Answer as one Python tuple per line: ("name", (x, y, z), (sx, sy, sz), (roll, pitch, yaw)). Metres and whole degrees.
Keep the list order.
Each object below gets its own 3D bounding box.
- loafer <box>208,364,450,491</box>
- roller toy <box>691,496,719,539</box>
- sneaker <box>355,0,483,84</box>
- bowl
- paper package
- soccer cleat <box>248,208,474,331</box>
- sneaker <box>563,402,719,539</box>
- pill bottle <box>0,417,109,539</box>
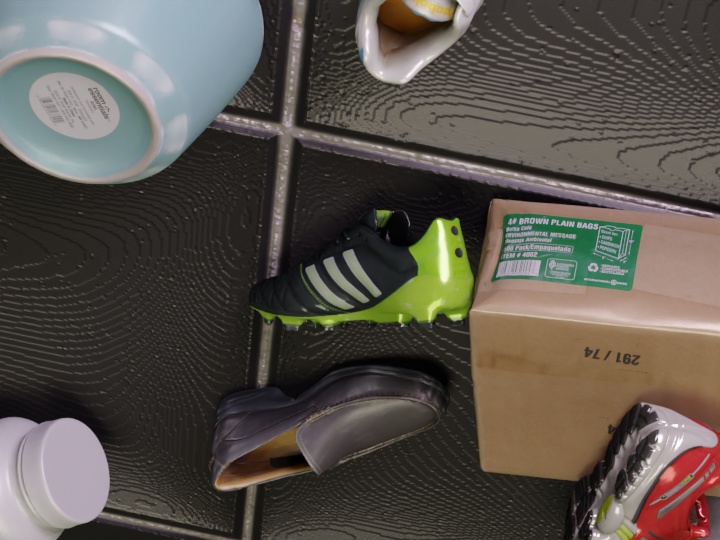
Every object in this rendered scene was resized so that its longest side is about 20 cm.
("loafer", (-0.025, 0.124, 1.691), (0.199, 0.073, 0.073), (-16, 131, 29))
("roller toy", (0.241, 0.266, 1.699), (0.182, 0.200, 0.140), (21, 151, 41))
("sneaker", (0.059, -0.187, 1.305), (0.076, 0.081, 0.200), (24, 138, -9))
("bowl", (-0.168, -0.130, 1.417), (0.199, 0.105, 0.201), (8, 140, 7))
("paper package", (0.180, 0.054, 1.530), (0.198, 0.104, 0.191), (5, 139, 11))
("soccer cleat", (0.000, 0.000, 1.555), (0.199, 0.082, 0.067), (-3, 180, 44))
("sneaker", (0.191, 0.169, 1.526), (0.084, 0.077, 0.200), (15, 140, -10))
("pill bottle", (-0.301, 0.179, 1.803), (0.199, 0.109, 0.109), (-16, 132, 31))
